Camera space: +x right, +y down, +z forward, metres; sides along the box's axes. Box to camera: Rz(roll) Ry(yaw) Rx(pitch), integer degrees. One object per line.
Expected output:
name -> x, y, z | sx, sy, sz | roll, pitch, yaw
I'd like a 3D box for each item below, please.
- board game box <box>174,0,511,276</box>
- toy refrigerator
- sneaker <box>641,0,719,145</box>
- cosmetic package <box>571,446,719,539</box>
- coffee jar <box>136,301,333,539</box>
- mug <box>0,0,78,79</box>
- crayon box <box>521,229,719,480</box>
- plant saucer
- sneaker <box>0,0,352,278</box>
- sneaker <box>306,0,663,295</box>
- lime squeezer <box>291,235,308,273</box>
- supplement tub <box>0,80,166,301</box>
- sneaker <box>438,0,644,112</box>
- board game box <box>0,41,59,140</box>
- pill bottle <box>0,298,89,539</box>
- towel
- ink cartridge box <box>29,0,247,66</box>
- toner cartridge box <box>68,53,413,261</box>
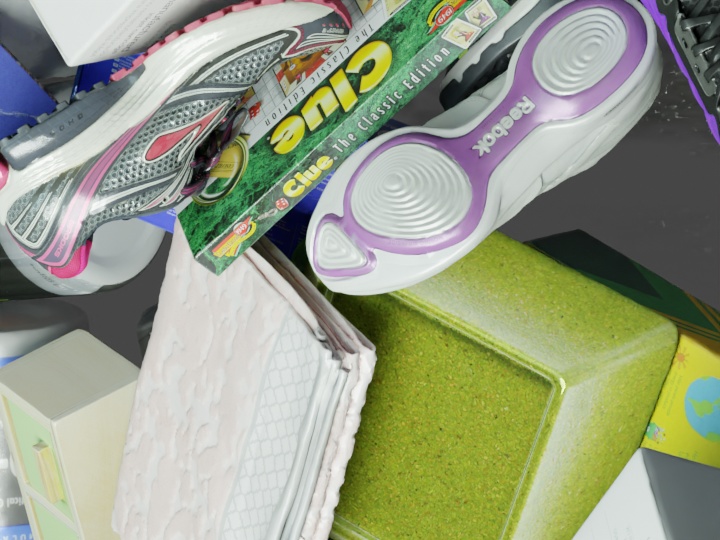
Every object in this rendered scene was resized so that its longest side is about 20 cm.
board game box -> -0.019, -0.096, 1.353 | 0.200, 0.023, 0.105 | -42, 41, 14
toy refrigerator -> -0.148, 0.142, 1.543 | 0.076, 0.070, 0.200 | 31, 139, 47
sneaker -> 0.173, -0.103, 1.212 | 0.070, 0.100, 0.200 | -29, 97, 12
cosmetic package -> 0.171, 0.208, 1.226 | 0.200, 0.199, 0.123 | -58, 27, 32
coffee jar -> -0.047, 0.095, 1.485 | 0.104, 0.085, 0.200 | -26, 82, 41
mug -> -0.180, -0.199, 1.478 | 0.148, 0.175, 0.200 | 40, 122, 28
crayon box -> 0.150, 0.081, 1.333 | 0.200, 0.051, 0.127 | 33, 119, 32
plant saucer -> 0.034, 0.075, 1.344 | 0.200, 0.048, 0.200 | 28, 117, 22
sneaker -> -0.090, -0.074, 1.337 | 0.200, 0.081, 0.075 | -32, 92, 4
sneaker -> 0.067, -0.048, 1.300 | 0.200, 0.100, 0.075 | -35, 70, 6
lime squeezer -> 0.000, 0.000, 1.394 | 0.200, 0.038, 0.071 | -8, 100, 31
supplement tub -> -0.217, -0.042, 1.580 | 0.200, 0.122, 0.123 | -4, 96, 41
sneaker -> 0.104, -0.154, 1.329 | 0.200, 0.072, 0.083 | -49, 43, 35
board game box -> -0.274, -0.069, 1.428 | 0.159, 0.097, 0.200 | 46, 140, -7
pill bottle -> -0.215, 0.124, 1.619 | 0.114, 0.114, 0.200 | 8, 105, 40
towel -> -0.067, 0.086, 1.373 | 0.191, 0.032, 0.200 | 43, 124, 53
ink cartridge box -> -0.059, -0.187, 1.361 | 0.145, 0.200, 0.084 | -41, 75, 38
toner cartridge box -> -0.060, -0.058, 1.445 | 0.200, 0.043, 0.095 | 23, 114, 11
